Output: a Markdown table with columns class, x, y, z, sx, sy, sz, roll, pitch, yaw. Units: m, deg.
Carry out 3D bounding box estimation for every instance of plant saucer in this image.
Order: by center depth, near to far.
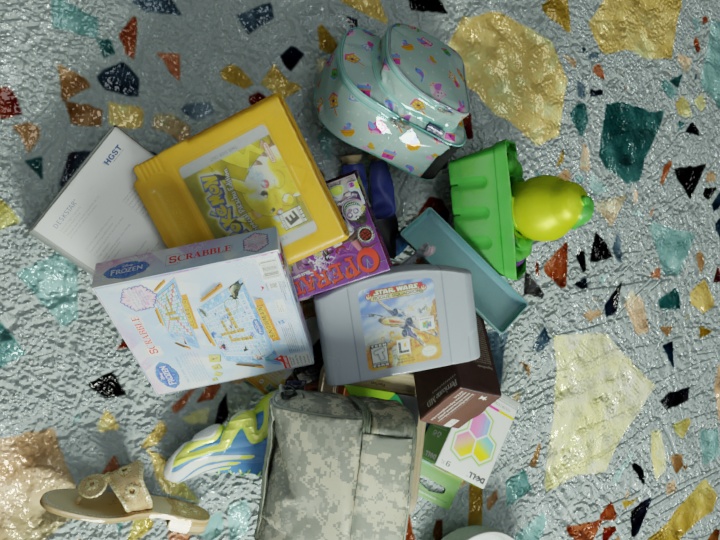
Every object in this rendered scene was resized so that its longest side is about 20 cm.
| class | x | y | z | sx | sy | sz | roll | pitch | yaw |
| --- | --- | --- | --- | --- | --- | --- | --- | --- | --- |
| plant saucer | 0.145 | 0.001 | 0.991 | 0.200 | 0.019 | 0.070 | 46 | 62 | 5 |

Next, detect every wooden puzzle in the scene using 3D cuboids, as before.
| class | x | y | z | sx | sy | sz | roll | pitch | yaw |
| --- | --- | --- | --- | --- | --- | --- | --- | --- | --- |
| wooden puzzle | 0.017 | 0.232 | 0.955 | 0.185 | 0.037 | 0.200 | 15 | 81 | -32 |

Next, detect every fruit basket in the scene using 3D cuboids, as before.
| class | x | y | z | sx | sy | sz | roll | pitch | yaw |
| --- | --- | --- | --- | --- | --- | --- | --- | --- | --- |
| fruit basket | 0.238 | -0.091 | 1.024 | 0.155 | 0.215 | 0.216 | -21 | 106 | -70 |

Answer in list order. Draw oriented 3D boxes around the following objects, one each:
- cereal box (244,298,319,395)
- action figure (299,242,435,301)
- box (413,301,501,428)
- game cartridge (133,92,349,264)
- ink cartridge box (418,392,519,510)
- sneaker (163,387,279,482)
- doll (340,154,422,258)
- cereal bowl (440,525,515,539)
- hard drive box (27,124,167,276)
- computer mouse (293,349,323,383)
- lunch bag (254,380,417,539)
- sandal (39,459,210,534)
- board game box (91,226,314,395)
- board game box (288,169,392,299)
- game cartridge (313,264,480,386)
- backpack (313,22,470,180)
| class | x | y | z | sx | sy | sz | roll | pitch | yaw |
| --- | --- | --- | --- | --- | --- | --- | --- | --- | --- |
| cereal box | -0.113 | 0.051 | 0.950 | 0.144 | 0.040 | 0.200 | 44 | 73 | -23 |
| action figure | 0.000 | 0.000 | 0.918 | 0.200 | 0.134 | 0.149 | 21 | 97 | -40 |
| box | 0.123 | 0.107 | 0.985 | 0.075 | 0.100 | 0.200 | 15 | 46 | -26 |
| game cartridge | -0.138 | -0.076 | 0.788 | 0.200 | 0.032 | 0.177 | -24 | 101 | 12 |
| ink cartridge box | 0.157 | 0.269 | 1.085 | 0.104 | 0.059 | 0.200 | 32 | 78 | -24 |
| sneaker | -0.147 | 0.235 | 0.888 | 0.200 | 0.076 | 0.105 | -32 | 76 | -4 |
| doll | 0.023 | -0.067 | 1.008 | 0.136 | 0.048 | 0.200 | -7 | 96 | -17 |
| cereal bowl | 0.164 | 0.489 | 1.084 | 0.200 | 0.083 | 0.200 | -1 | 93 | -26 |
| hard drive box | -0.266 | -0.049 | 0.849 | 0.200 | 0.077 | 0.156 | 40 | 75 | -23 |
| computer mouse | -0.012 | 0.200 | 0.985 | 0.138 | 0.053 | 0.200 | -21 | 109 | -34 |
| lunch bag | -0.034 | 0.240 | 0.825 | 0.167 | 0.139 | 0.200 | 7 | 93 | -12 |
| sandal | -0.274 | 0.266 | 0.858 | 0.212 | 0.078 | 0.070 | 24 | 88 | -33 |
| board game box | -0.169 | 0.053 | 0.801 | 0.199 | 0.041 | 0.200 | -11 | 135 | -1 |
| board game box | -0.076 | -0.028 | 0.824 | 0.200 | 0.032 | 0.120 | -19 | 106 | 14 |
| game cartridge | 0.046 | 0.062 | 0.870 | 0.200 | 0.042 | 0.133 | -10 | 107 | -7 |
| backpack | 0.044 | -0.237 | 0.945 | 0.200 | 0.153 | 0.176 | 15 | 51 | -17 |
